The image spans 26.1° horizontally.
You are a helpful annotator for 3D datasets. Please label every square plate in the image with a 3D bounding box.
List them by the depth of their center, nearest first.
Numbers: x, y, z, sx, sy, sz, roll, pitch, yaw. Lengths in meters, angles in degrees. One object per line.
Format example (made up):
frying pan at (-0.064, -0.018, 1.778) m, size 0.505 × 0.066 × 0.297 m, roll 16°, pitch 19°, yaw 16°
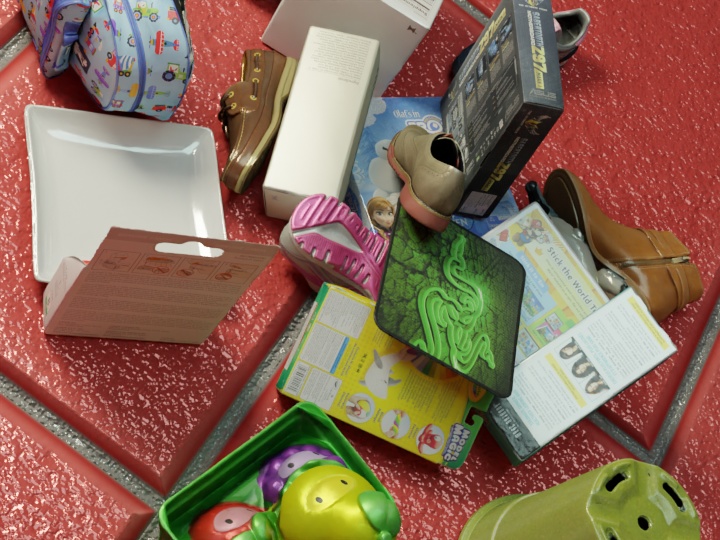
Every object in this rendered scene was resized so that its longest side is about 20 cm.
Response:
square plate at (-0.229, -0.064, 1.519) m, size 0.199 × 0.028 × 0.199 m, roll 5°, pitch 58°, yaw -27°

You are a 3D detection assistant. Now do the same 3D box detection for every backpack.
backpack at (-0.248, -0.244, 1.534) m, size 0.134 × 0.183 × 0.201 m, roll -16°, pitch 79°, yaw -26°

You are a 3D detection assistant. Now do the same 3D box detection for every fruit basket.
fruit basket at (-0.056, 0.210, 1.330) m, size 0.156 × 0.216 × 0.215 m, roll 49°, pitch 50°, yaw 7°

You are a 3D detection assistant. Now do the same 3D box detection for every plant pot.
plant pot at (0.217, 0.269, 1.451) m, size 0.199 × 0.190 × 0.201 m, roll 14°, pitch 56°, yaw -21°

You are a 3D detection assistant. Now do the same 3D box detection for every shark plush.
shark plush at (0.211, -0.005, 1.703) m, size 0.090 × 0.083 × 0.201 m, roll -28°, pitch 67°, yaw -10°

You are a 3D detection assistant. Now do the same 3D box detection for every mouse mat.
mouse mat at (0.092, 0.022, 1.533) m, size 0.160 × 0.008 × 0.201 m, roll 30°, pitch 42°, yaw -15°

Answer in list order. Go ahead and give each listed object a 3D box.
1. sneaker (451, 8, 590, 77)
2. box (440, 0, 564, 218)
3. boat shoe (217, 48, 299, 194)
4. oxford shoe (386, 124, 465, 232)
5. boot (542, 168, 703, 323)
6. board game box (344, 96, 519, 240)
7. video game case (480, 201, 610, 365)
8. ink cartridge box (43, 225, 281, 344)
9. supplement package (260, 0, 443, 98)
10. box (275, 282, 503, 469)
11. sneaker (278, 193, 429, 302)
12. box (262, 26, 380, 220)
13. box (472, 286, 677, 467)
sneaker at (0.193, -0.271, 1.851) m, size 0.199 × 0.082 × 0.070 m, roll -26°, pitch 76°, yaw -38°
box at (0.145, -0.175, 1.629) m, size 0.051 × 0.200 × 0.159 m, roll 9°, pitch 55°, yaw -18°
boat shoe at (-0.118, -0.158, 1.618) m, size 0.067 × 0.072 × 0.201 m, roll 23°, pitch 47°, yaw -7°
oxford shoe at (0.078, -0.112, 1.595) m, size 0.070 × 0.075 × 0.200 m, roll 26°, pitch 22°, yaw -20°
boot at (0.301, -0.034, 1.762) m, size 0.155 × 0.077 × 0.201 m, roll -15°, pitch 72°, yaw -33°
board game box at (0.067, -0.098, 1.696) m, size 0.199 × 0.043 × 0.200 m, roll -5°, pitch 62°, yaw -32°
video game case at (0.168, 0.057, 1.617) m, size 0.181 × 0.023 × 0.200 m, roll -33°, pitch 78°, yaw -10°
ink cartridge box at (-0.182, 0.001, 1.392) m, size 0.160 × 0.200 × 0.050 m, roll 6°, pitch 58°, yaw -26°
supplement package at (0.012, -0.325, 1.738) m, size 0.150 × 0.152 × 0.201 m, roll 31°, pitch 51°, yaw -8°
box at (0.032, 0.104, 1.508) m, size 0.199 × 0.048 × 0.118 m, roll 26°, pitch 89°, yaw -11°
sneaker at (0.000, 0.000, 1.568) m, size 0.200 × 0.088 × 0.082 m, roll 40°, pitch 68°, yaw -15°
box at (-0.039, -0.149, 1.615) m, size 0.082 × 0.068 × 0.201 m, roll 14°, pitch 66°, yaw 5°
box at (0.215, 0.108, 1.566) m, size 0.199 × 0.049 × 0.082 m, roll -33°, pitch 78°, yaw -10°
